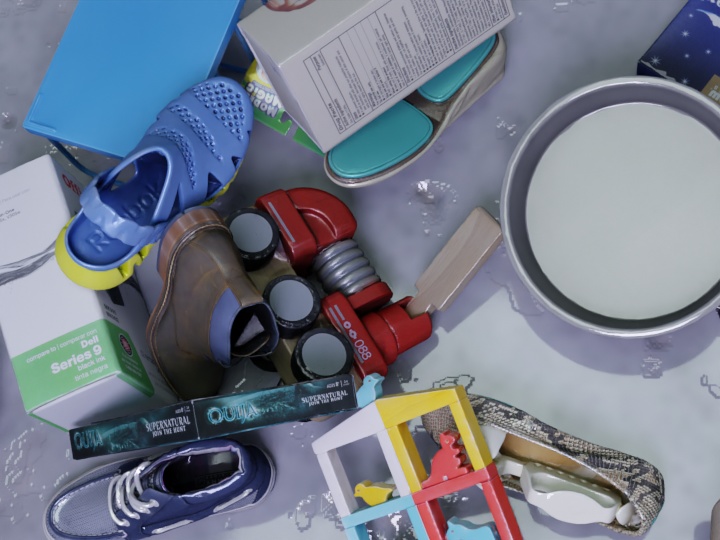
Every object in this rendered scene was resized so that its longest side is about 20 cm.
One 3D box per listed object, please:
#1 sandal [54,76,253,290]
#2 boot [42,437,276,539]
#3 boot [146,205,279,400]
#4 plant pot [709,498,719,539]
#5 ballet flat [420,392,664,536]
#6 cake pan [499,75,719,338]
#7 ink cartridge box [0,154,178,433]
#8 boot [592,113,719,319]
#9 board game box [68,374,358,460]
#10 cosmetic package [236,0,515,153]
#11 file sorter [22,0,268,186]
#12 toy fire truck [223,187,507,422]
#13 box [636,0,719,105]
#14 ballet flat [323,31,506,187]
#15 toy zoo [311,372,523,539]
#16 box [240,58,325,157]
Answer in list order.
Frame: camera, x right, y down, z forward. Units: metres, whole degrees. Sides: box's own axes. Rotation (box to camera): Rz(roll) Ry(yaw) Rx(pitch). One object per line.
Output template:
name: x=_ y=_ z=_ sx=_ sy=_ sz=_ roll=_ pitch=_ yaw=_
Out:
sandal: x=-0.148 y=-0.072 z=0.894 sx=0.079 sy=0.087 sz=0.200 roll=36 pitch=68 yaw=-1
boot: x=-0.171 y=0.173 z=0.941 sx=0.199 sy=0.090 sz=0.073 roll=-17 pitch=70 yaw=4
boot: x=-0.113 y=0.056 z=0.912 sx=0.074 sy=0.201 sz=0.097 roll=-21 pitch=50 yaw=-25
plant pot: x=0.306 y=0.246 z=0.791 sx=0.199 sy=0.201 sz=0.185 roll=-1 pitch=61 yaw=10
ballet flat: x=0.131 y=0.149 z=0.898 sx=0.199 sy=0.075 sz=0.068 roll=19 pitch=121 yaw=14
cake pan: x=0.209 y=-0.048 z=0.917 sx=0.199 sy=0.037 sz=0.202 roll=-1 pitch=86 yaw=17
ink cartridge box: x=-0.235 y=0.027 z=0.971 sx=0.084 sy=0.146 sz=0.201 roll=-24 pitch=70 yaw=3
boot: x=0.244 y=-0.042 z=0.951 sx=0.199 sy=0.070 sz=0.132 roll=21 pitch=86 yaw=24
board game box: x=-0.113 y=0.110 z=0.877 sx=0.199 sy=0.135 sz=0.028 roll=-18 pitch=81 yaw=51
cosmetic package: x=0.014 y=-0.204 z=0.966 sx=0.199 sy=0.104 sz=0.087 roll=-35 pitch=46 yaw=-7
file sorter: x=-0.173 y=-0.172 z=1.037 sx=0.138 sy=0.123 sz=0.201 roll=17 pitch=76 yaw=15
toy fire truck: x=0.000 y=0.000 z=0.965 sx=0.199 sy=0.129 sz=0.177 roll=-25 pitch=72 yaw=-25
box: x=0.322 y=-0.187 z=0.999 sx=0.121 sy=0.032 sz=0.200 roll=37 pitch=83 yaw=19
ballet flat: x=0.051 y=-0.131 z=1.010 sx=0.200 sy=0.070 sz=0.069 roll=-42 pitch=70 yaw=-12
toy zoo: x=0.044 y=0.172 z=0.888 sx=0.131 sy=0.020 sz=0.201 roll=-23 pitch=85 yaw=25
box: x=-0.015 y=-0.198 z=1.052 sx=0.117 sy=0.048 sz=0.201 roll=30 pitch=78 yaw=11
